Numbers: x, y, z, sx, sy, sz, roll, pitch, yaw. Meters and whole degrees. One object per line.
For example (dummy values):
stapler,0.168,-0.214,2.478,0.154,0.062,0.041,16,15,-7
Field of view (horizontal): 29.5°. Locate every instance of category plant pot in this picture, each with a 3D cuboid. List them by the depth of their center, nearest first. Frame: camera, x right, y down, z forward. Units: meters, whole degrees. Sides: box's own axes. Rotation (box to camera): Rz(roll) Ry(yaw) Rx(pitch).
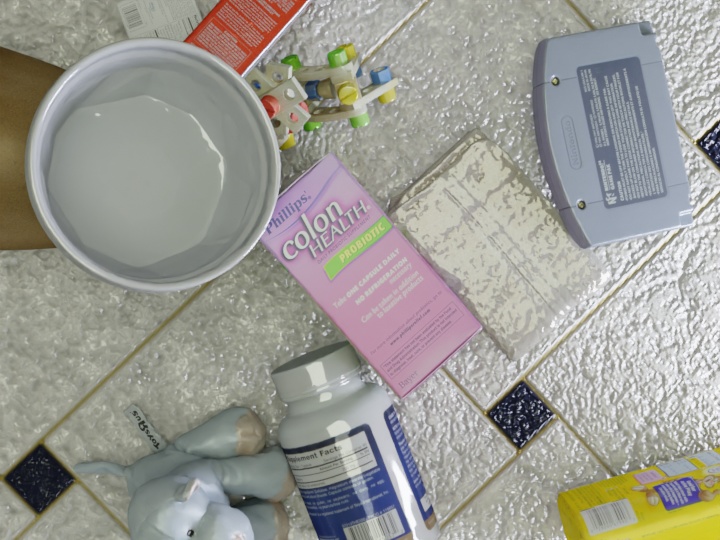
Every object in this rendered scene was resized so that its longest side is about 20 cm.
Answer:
plant pot,-0.259,-0.097,1.214,0.199,0.186,0.187,8,93,-11

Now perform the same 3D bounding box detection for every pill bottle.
pill bottle,-0.010,0.173,1.271,0.111,0.111,0.201,-21,94,-2

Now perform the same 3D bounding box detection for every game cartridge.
game cartridge,0.233,-0.127,1.291,0.133,0.042,0.201,-11,90,-9

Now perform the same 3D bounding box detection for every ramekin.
ramekin,-0.174,-0.080,1.107,0.199,0.105,0.201,2,86,-21

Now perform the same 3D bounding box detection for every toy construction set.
toy construction set,-0.058,-0.144,1.219,0.131,0.200,0.093,-7,101,25

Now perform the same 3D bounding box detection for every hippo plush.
hippo plush,-0.145,0.202,1.240,0.200,0.161,0.159,42,90,-5

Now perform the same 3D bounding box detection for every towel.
towel,0.129,-0.025,1.308,0.132,0.034,0.200,-41,96,1

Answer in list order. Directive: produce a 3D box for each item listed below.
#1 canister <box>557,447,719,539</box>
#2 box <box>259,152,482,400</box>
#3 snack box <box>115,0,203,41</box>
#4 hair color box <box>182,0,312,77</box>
canister,0.295,0.227,1.277,0.199,0.149,0.087,-16,94,0
box,0.000,0.000,1.230,0.097,0.176,0.200,-42,94,0
snack box,-0.160,-0.168,1.285,0.072,0.024,0.201,-21,94,-3
hair color box,-0.093,-0.232,1.232,0.061,0.101,0.200,42,80,-8
